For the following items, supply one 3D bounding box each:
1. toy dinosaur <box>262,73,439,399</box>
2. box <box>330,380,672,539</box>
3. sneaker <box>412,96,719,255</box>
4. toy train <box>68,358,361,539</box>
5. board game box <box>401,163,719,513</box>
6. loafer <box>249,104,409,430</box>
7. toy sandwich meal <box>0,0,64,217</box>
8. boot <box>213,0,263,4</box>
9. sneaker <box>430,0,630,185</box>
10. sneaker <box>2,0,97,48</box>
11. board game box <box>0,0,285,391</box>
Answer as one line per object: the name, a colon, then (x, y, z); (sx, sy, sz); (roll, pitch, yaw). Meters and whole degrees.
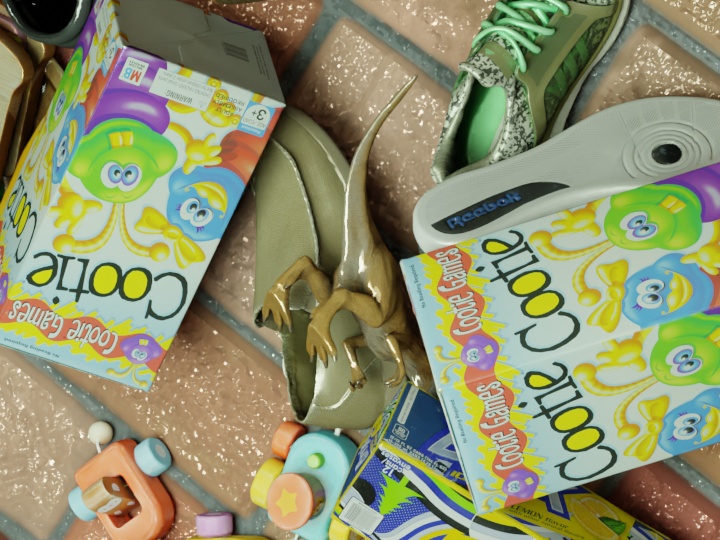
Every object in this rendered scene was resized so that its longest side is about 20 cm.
toy dinosaur: (0.000, 0.000, 1.678); (0.060, 0.106, 0.200); (10, 121, 52)
box: (0.088, 0.149, 1.652); (0.200, 0.070, 0.064); (32, 122, -4)
sneaker: (0.130, -0.023, 1.667); (0.200, 0.112, 0.073); (-17, 47, -3)
toy train: (-0.086, 0.131, 1.779); (0.200, 0.056, 0.150); (-31, 82, 24)
board game box: (0.137, 0.033, 1.582); (0.200, 0.103, 0.105); (-18, 44, 2)
loafer: (-0.030, 0.001, 1.724); (0.076, 0.067, 0.200); (-27, 82, 62)
toy sandwich meal: (-0.252, -0.073, 1.829); (0.205, 0.070, 0.205); (2, 95, 24)
boot: (-0.024, -0.254, 1.712); (0.200, 0.074, 0.155); (-28, 84, 12)
sneaker: (0.091, -0.122, 1.659); (0.077, 0.089, 0.200); (22, 103, 21)
sneaker: (-0.187, -0.217, 1.772); (0.071, 0.099, 0.200); (-28, 82, 26)
board game box: (-0.136, -0.050, 1.728); (0.103, 0.105, 0.200); (18, 113, -19)
